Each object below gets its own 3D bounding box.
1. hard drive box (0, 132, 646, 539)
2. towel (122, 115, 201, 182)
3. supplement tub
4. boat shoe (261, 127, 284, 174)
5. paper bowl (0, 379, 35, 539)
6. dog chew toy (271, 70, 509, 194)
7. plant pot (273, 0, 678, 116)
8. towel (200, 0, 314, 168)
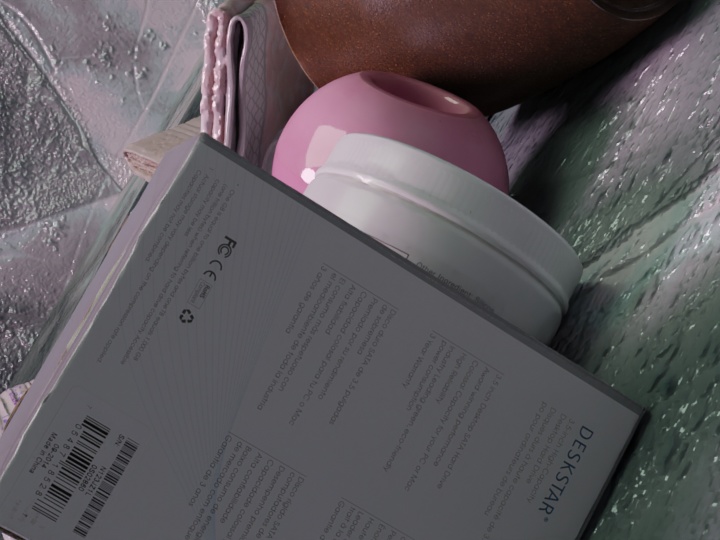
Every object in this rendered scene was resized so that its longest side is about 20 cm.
[{"bbox_3d":[-0.020,0.068,0.641,0.156,0.200,0.077,-60,13,-10],"label":"hard drive box"},{"bbox_3d":[-0.139,-0.117,1.621,0.132,0.035,0.200,-23,18,-17],"label":"towel"},{"bbox_3d":[-0.002,0.056,0.754,0.200,0.132,0.132,-60,13,-10],"label":"supplement tub"},{"bbox_3d":[-0.055,-0.001,1.067,0.074,0.065,0.201,-25,59,50],"label":"boat shoe"},{"bbox_3d":[-0.145,0.153,0.967,0.104,0.201,0.201,-21,6,-14],"label":"paper bowl"},{"bbox_3d":[0.000,0.000,0.903,0.125,0.124,0.200,-101,28,-70],"label":"dog chew toy"},{"bbox_3d":[0.081,-0.170,0.910,0.200,0.187,0.187,3,62,58],"label":"plant pot"},{"bbox_3d":[-0.068,-0.091,1.163,0.191,0.032,0.201,-49,-34,-70],"label":"towel"}]
